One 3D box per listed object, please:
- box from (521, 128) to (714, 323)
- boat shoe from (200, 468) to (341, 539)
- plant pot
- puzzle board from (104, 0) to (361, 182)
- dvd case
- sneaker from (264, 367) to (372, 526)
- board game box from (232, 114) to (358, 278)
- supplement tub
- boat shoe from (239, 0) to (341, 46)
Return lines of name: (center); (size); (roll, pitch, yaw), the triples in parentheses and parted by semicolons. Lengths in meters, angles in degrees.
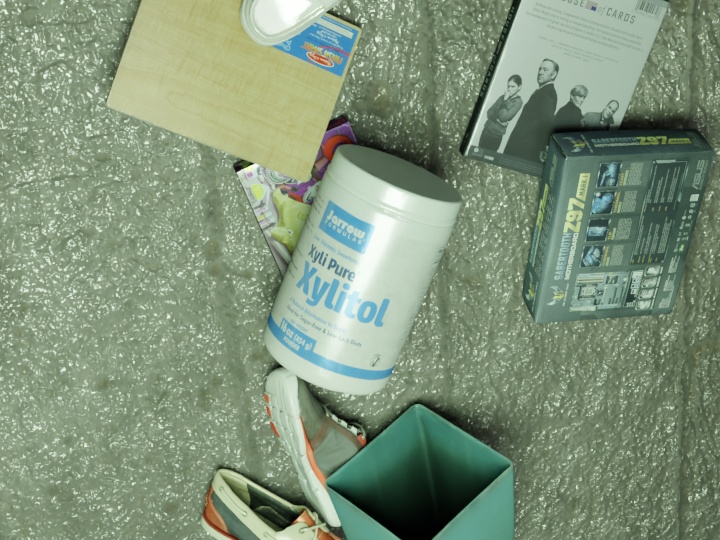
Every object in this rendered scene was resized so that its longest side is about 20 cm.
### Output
box: (0.255, -0.043, 1.220); (0.156, 0.051, 0.202); (-4, 125, -12)
boat shoe: (-0.073, 0.272, 1.256); (0.198, 0.071, 0.063); (24, 112, 13)
plant pot: (0.076, 0.280, 1.270); (0.141, 0.141, 0.202); (-37, 133, -27)
puzzle board: (-0.112, -0.184, 1.092); (0.198, 0.017, 0.152); (20, 93, -21)
dvd case: (0.197, -0.187, 1.177); (0.149, 0.025, 0.202); (13, 109, -18)
sneaker: (-0.038, 0.171, 1.263); (0.081, 0.077, 0.202); (-30, 124, -18)
board game box: (-0.032, -0.038, 1.187); (0.119, 0.032, 0.202); (-26, 116, -6)
supplement tub: (0.000, 0.000, 1.124); (0.131, 0.132, 0.202); (15, 108, -19)
boat shoe: (-0.024, -0.273, 1.054); (0.200, 0.069, 0.071); (-43, 112, 3)
